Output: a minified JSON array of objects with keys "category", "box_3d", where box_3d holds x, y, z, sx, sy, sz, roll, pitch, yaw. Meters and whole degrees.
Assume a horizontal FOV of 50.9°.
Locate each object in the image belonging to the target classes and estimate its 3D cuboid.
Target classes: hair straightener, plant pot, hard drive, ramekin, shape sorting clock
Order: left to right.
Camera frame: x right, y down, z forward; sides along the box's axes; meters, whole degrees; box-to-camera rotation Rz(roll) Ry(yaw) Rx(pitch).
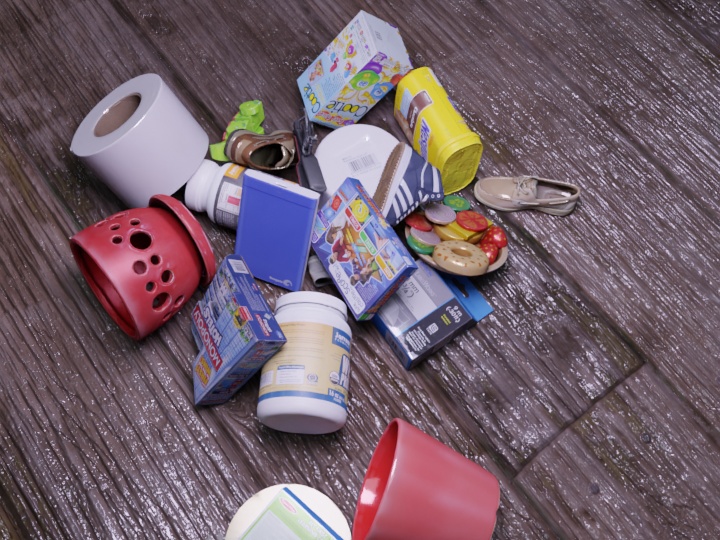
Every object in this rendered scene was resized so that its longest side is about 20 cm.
[{"category":"plant pot","box_3d":[-0.355,-0.012,1.269,0.182,0.201,0.201,-35,71,-28]},{"category":"hard drive","box_3d":[-0.149,-0.065,1.303,0.130,0.202,0.025,19,39,6]},{"category":"shape sorting clock","box_3d":[-0.110,0.429,1.154,0.197,0.039,0.202,1,63,-2]},{"category":"hair straightener","box_3d":[-0.087,-0.219,1.353,0.040,0.077,0.202,9,54,-26]},{"category":"ramekin","box_3d":[0.000,-0.176,1.417,0.198,0.098,0.203,1,65,-3]},{"category":"plant pot","box_3d":[0.101,0.346,1.133,0.175,0.201,0.202,20,64,-4]}]

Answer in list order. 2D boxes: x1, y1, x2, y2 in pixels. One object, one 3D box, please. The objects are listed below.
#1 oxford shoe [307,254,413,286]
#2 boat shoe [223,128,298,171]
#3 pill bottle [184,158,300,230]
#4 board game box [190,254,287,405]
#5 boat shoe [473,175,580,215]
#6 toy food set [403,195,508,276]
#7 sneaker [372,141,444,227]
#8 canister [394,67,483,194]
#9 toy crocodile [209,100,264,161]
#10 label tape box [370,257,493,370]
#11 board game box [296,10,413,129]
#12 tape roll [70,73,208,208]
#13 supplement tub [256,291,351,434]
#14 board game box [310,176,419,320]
[{"category":"oxford shoe","box_3d":[0.000,0.000,1.331,0.197,0.075,0.059,-4,72,18]},{"category":"boat shoe","box_3d":[-0.159,-0.213,1.394,0.074,0.076,0.199,32,27,31]},{"category":"pill bottle","box_3d":[-0.208,-0.128,1.372,0.198,0.117,0.117,19,65,6]},{"category":"board game box","box_3d":[-0.224,0.112,1.232,0.061,0.201,0.201,7,37,-42]},{"category":"boat shoe","box_3d":[0.318,-0.153,1.443,0.197,0.065,0.073,9,64,1]},{"category":"toy food set","box_3d":[0.171,-0.061,1.361,0.197,0.049,0.199,36,43,28]},{"category":"sneaker","box_3d":[0.076,-0.112,1.323,0.108,0.070,0.202,27,79,-23]},{"category":"canister","box_3d":[0.143,-0.267,1.444,0.086,0.149,0.201,-21,65,-13]},{"category":"toy crocodile","box_3d":[-0.227,-0.265,1.437,0.061,0.068,0.201,1,40,13]},{"category":"label tape box","box_3d":[0.122,0.057,1.332,0.199,0.063,0.145,-33,70,-17]},{"category":"board game box","box_3d":[-0.013,-0.375,1.446,0.102,0.199,0.106,8,56,-45]},{"category":"tape roll","box_3d":[-0.390,-0.230,1.349,0.201,0.139,0.204,-21,43,21]},{"category":"supplement tub","box_3d":[-0.088,0.151,1.230,0.143,0.145,0.202,4,65,-1]},{"category":"board game box","box_3d":[-0.005,-0.036,1.261,0.034,0.135,0.201,5,46,-51]}]
